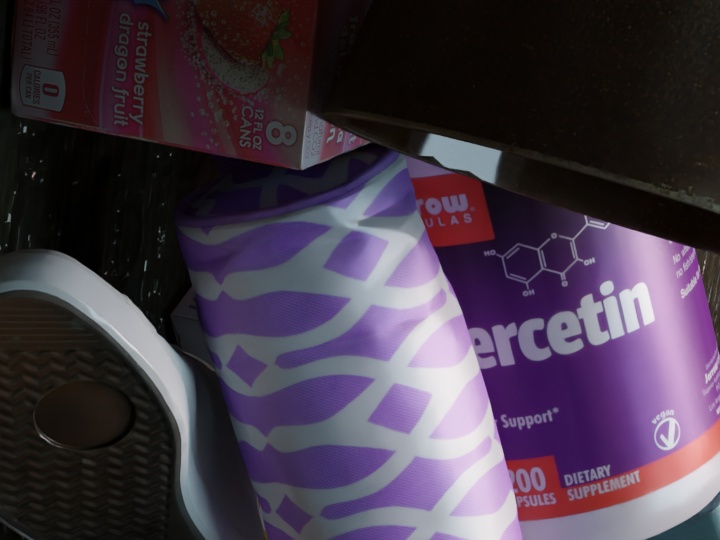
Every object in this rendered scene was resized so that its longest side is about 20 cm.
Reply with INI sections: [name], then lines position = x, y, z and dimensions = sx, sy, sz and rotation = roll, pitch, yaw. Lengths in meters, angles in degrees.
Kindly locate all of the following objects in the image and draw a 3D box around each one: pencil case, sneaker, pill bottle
[pencil case]
position = 0.001, 0.055, 0.767
dimensions = 0.086, 0.084, 0.200
rotation = -129, -156, -72
[sneaker]
position = -0.082, 0.045, 0.762
dimensions = 0.200, 0.073, 0.085
rotation = 67, 11, -49
[pill bottle]
position = 0.058, -0.009, 0.827
dimensions = 0.112, 0.112, 0.200
rotation = -42, 121, -57

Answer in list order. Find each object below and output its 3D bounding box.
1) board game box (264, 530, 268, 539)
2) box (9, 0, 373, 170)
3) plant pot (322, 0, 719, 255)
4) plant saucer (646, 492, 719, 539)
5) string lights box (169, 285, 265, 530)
[board game box]
position = -0.016, 0.138, 1.019
dimensions = 0.200, 0.030, 0.096
rotation = 10, 91, -72
[box]
position = -0.033, -0.141, 0.710
dimensions = 0.095, 0.102, 0.200
rotation = -27, 125, -64
[plant pot]
position = 0.106, -0.111, 0.664
dimensions = 0.187, 0.187, 0.200
rotation = 16, 91, -69
[plant saucer]
position = 0.066, 0.105, 0.927
dimensions = 0.019, 0.200, 0.070
rotation = 60, 35, -14
[string lights box]
position = 0.000, 0.000, 0.933
dimensions = 0.200, 0.059, 0.103
rotation = -57, 151, -44
